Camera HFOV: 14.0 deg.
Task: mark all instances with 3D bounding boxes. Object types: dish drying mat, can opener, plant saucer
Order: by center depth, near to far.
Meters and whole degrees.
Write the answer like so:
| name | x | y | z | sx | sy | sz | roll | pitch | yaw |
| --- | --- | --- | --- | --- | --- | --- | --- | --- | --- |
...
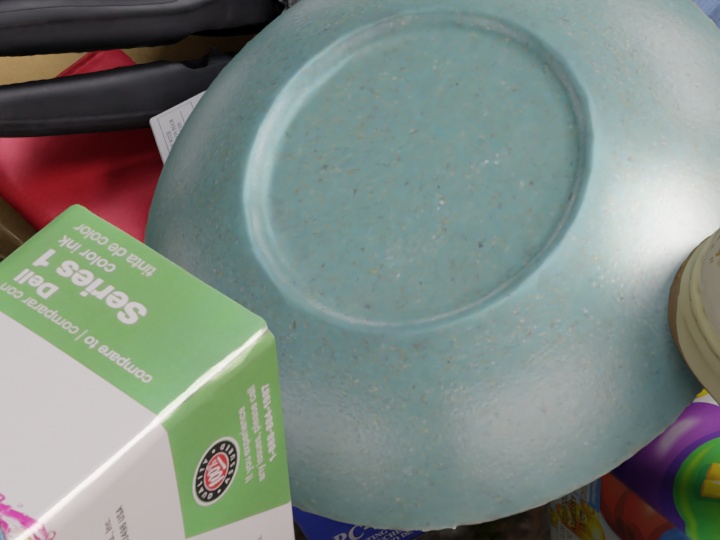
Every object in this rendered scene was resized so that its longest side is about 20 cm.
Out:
| name | x | y | z | sx | sy | sz | roll | pitch | yaw |
| --- | --- | --- | --- | --- | --- | --- | --- | --- | --- |
| plant saucer | 0.022 | -0.023 | 0.873 | 0.201 | 0.039 | 0.201 | -8 | 61 | 15 |
| can opener | -0.076 | -0.075 | 1.033 | 0.079 | 0.063 | 0.200 | -6 | 9 | 45 |
| dish drying mat | -0.046 | 0.005 | 1.037 | 0.200 | 0.018 | 0.077 | 43 | 59 | 13 |

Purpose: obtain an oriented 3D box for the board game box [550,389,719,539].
| name | x | y | z | sx | sy | sz | roll | pitch | yaw |
| --- | --- | --- | --- | --- | --- | --- | --- | --- | --- |
| board game box | 0.162 | 0.109 | 0.905 | 0.103 | 0.105 | 0.200 | -34 | 53 | -24 |

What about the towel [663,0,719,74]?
| name | x | y | z | sx | sy | sz | roll | pitch | yaw |
| --- | --- | --- | --- | --- | --- | --- | --- | --- | --- |
| towel | 0.083 | -0.062 | 0.921 | 0.112 | 0.049 | 0.200 | -45 | 59 | -7 |

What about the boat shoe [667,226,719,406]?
| name | x | y | z | sx | sy | sz | roll | pitch | yaw |
| --- | --- | --- | --- | --- | --- | --- | --- | --- | --- |
| boat shoe | 0.171 | 0.056 | 0.799 | 0.200 | 0.065 | 0.071 | 40 | 62 | 2 |

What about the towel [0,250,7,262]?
| name | x | y | z | sx | sy | sz | roll | pitch | yaw |
| --- | --- | --- | --- | --- | --- | --- | --- | --- | --- |
| towel | -0.078 | -0.063 | 1.141 | 0.200 | 0.035 | 0.193 | -20 | 52 | -18 |

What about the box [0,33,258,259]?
| name | x | y | z | sx | sy | sz | roll | pitch | yaw |
| --- | --- | --- | --- | --- | --- | --- | --- | --- | --- |
| box | -0.133 | -0.099 | 1.119 | 0.200 | 0.021 | 0.163 | 38 | 59 | 20 |

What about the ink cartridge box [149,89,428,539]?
| name | x | y | z | sx | sy | sz | roll | pitch | yaw |
| --- | --- | --- | --- | --- | --- | --- | --- | --- | --- |
| ink cartridge box | 0.000 | 0.000 | 0.949 | 0.094 | 0.044 | 0.200 | -28 | 41 | 4 |

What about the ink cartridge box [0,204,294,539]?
| name | x | y | z | sx | sy | sz | roll | pitch | yaw |
| --- | --- | --- | --- | --- | --- | --- | --- | --- | --- |
| ink cartridge box | -0.114 | 0.102 | 0.819 | 0.084 | 0.145 | 0.200 | 32 | 56 | 28 |
